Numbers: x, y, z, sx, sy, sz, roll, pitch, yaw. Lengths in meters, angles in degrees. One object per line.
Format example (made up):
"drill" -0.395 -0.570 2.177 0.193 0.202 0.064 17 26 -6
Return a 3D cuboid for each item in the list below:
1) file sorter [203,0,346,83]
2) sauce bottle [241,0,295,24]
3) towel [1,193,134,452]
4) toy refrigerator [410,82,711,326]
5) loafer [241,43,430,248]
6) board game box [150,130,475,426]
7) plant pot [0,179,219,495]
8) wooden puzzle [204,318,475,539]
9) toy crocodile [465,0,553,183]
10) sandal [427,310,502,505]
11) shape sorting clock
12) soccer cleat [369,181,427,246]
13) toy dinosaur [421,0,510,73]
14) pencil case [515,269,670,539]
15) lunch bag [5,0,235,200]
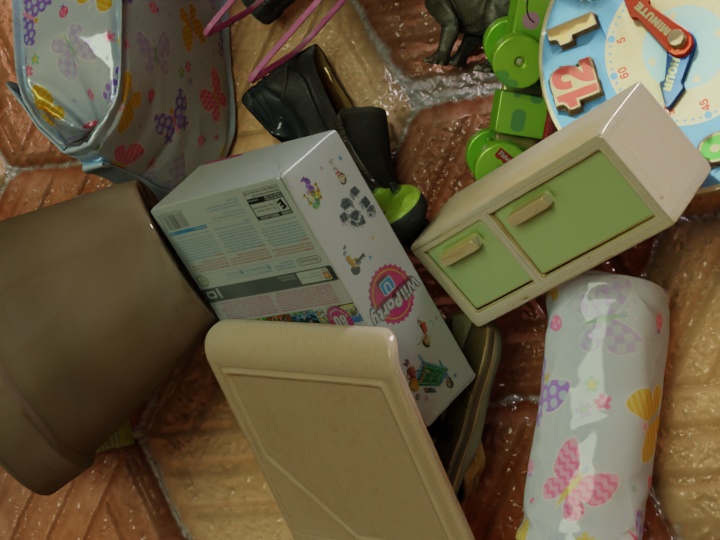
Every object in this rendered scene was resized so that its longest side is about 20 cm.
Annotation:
"file sorter" -0.093 -0.254 1.456 0.200 0.139 0.125 45 113 0
"sauce bottle" -0.010 -0.264 1.538 0.200 0.065 0.065 -39 63 19
"towel" -0.240 0.048 1.556 0.143 0.023 0.202 -16 80 37
"toy refrigerator" 0.126 -0.038 1.309 0.076 0.070 0.200 48 140 -10
"loafer" -0.008 -0.094 1.495 0.072 0.073 0.200 -47 62 7
"board game box" -0.032 0.014 1.366 0.147 0.064 0.201 -9 117 49
"plant pot" -0.200 0.030 1.421 0.173 0.200 0.201 -31 65 5
"wooden puzzle" -0.008 0.124 1.368 0.184 0.037 0.201 2 119 45
"toy crocodile" 0.113 -0.115 1.402 0.061 0.068 0.202 7 103 -6
"sandal" 0.059 0.126 1.411 0.080 0.054 0.202 28 99 46
"shape sorting clock" 0.213 -0.147 1.317 0.198 0.039 0.202 -5 78 23
"soccer cleat" 0.000 0.000 1.432 0.200 0.081 0.068 -35 16 50
"toy dinosaur" 0.099 -0.195 1.454 0.199 0.077 0.103 12 98 35
"pencil case" 0.155 0.098 1.349 0.090 0.083 0.202 2 80 28
"lunch bag" -0.186 -0.157 1.551 0.126 0.169 0.202 -15 72 26
